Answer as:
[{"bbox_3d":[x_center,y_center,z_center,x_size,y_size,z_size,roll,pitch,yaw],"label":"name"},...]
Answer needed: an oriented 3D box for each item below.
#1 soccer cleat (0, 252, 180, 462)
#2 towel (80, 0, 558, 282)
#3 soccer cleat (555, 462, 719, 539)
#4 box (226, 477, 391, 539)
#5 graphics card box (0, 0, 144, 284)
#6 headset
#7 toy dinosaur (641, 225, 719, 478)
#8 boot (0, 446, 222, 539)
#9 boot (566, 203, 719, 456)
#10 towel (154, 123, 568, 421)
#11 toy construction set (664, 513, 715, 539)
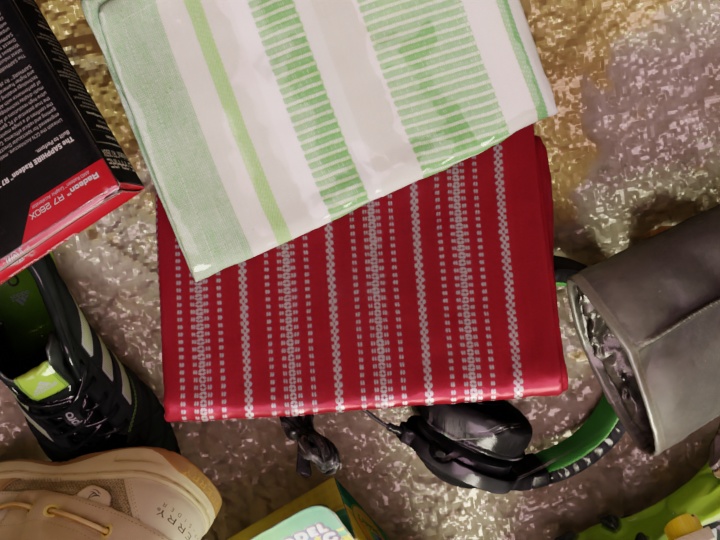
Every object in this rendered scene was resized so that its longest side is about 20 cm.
[{"bbox_3d":[-0.152,0.056,1.002,0.067,0.081,0.201,-27,111,6],"label":"soccer cleat"},{"bbox_3d":[-0.017,-0.103,0.952,0.199,0.023,0.153,-24,105,-8],"label":"towel"},{"bbox_3d":[0.173,0.155,1.068,0.199,0.068,0.081,-35,115,7],"label":"soccer cleat"},{"bbox_3d":[-0.024,0.187,1.044,0.117,0.049,0.200,-30,136,7],"label":"box"},{"bbox_3d":[-0.203,-0.089,0.918,0.125,0.051,0.201,-32,86,9],"label":"graphics card box"},{"bbox_3d":[0.057,0.063,1.014,0.199,0.094,0.124,-8,112,-13],"label":"headset"},{"bbox_3d":[0.199,0.005,1.027,0.106,0.060,0.201,20,88,-14],"label":"toy dinosaur"},{"bbox_3d":[-0.172,0.171,0.975,0.199,0.156,0.073,-13,127,36],"label":"boot"},{"bbox_3d":[0.188,-0.030,0.966,0.199,0.073,0.183,-23,92,-6],"label":"boot"},{"bbox_3d":[0.000,0.000,0.977,0.199,0.023,0.146,-4,69,-1],"label":"towel"},{"bbox_3d":[0.167,0.206,1.008,0.131,0.092,0.200,-36,129,16],"label":"toy construction set"}]
